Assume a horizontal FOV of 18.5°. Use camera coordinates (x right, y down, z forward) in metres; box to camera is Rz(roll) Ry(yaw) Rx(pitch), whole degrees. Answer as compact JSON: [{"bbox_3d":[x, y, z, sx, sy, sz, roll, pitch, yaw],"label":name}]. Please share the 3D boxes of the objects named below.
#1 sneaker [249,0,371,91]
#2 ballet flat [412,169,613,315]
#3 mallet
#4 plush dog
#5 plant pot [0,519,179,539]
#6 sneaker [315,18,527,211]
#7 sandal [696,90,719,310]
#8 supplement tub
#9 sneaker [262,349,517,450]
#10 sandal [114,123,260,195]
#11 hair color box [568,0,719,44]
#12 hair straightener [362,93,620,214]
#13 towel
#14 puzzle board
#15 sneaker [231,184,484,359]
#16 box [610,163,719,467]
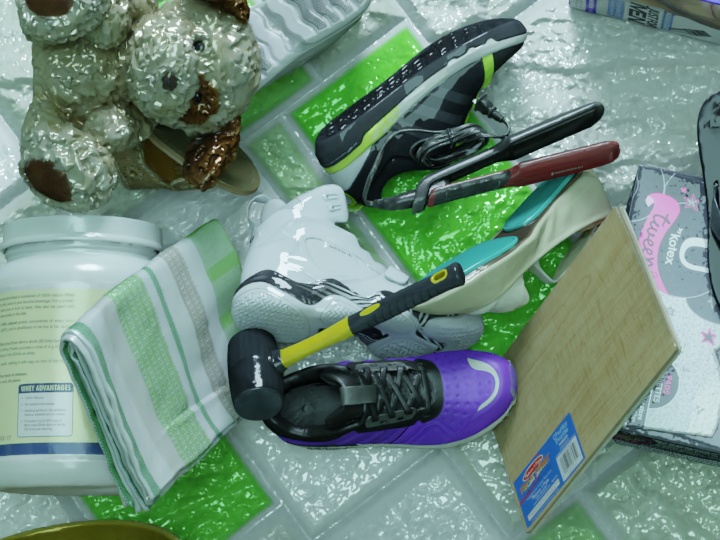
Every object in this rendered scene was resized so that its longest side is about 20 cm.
[{"bbox_3d":[-0.075,-0.170,1.733,0.199,0.082,0.075,-26,76,0],"label":"sneaker"},{"bbox_3d":[0.121,-0.008,1.679,0.200,0.070,0.069,-38,79,-28],"label":"ballet flat"},{"bbox_3d":[-0.012,0.051,1.611,0.199,0.041,0.066,-21,46,24],"label":"mallet"},{"bbox_3d":[-0.159,-0.151,1.653,0.171,0.161,0.201,4,108,4],"label":"plush dog"},{"bbox_3d":[-0.216,0.289,1.633,0.199,0.200,0.143,-9,105,3],"label":"plant pot"},{"bbox_3d":[0.055,-0.120,1.736,0.200,0.072,0.083,-35,106,-2],"label":"sneaker"},{"bbox_3d":[0.281,-0.035,1.590,0.076,0.043,0.201,-14,78,2],"label":"sandal"},{"bbox_3d":[-0.212,0.067,1.674,0.144,0.145,0.201,-1,81,4],"label":"supplement tub"},{"bbox_3d":[0.016,0.099,1.660,0.199,0.099,0.070,-10,77,15],"label":"sneaker"},{"bbox_3d":[-0.173,-0.099,1.750,0.211,0.078,0.070,37,117,16],"label":"sandal"},{"bbox_3d":[0.263,-0.220,1.703,0.199,0.109,0.065,13,82,7],"label":"hair color box"},{"bbox_3d":[0.094,-0.093,1.697,0.199,0.041,0.077,-18,69,2],"label":"hair straightener"},{"bbox_3d":[-0.133,0.066,1.634,0.031,0.200,0.150,-6,113,36],"label":"towel"},{"bbox_3d":[0.159,0.074,1.615,0.017,0.200,0.151,15,37,-27],"label":"puzzle board"},{"bbox_3d":[0.000,0.000,1.701,0.199,0.075,0.115,8,61,-14],"label":"sneaker"},{"bbox_3d":[0.246,0.036,1.661,0.131,0.115,0.201,12,82,6],"label":"box"}]
